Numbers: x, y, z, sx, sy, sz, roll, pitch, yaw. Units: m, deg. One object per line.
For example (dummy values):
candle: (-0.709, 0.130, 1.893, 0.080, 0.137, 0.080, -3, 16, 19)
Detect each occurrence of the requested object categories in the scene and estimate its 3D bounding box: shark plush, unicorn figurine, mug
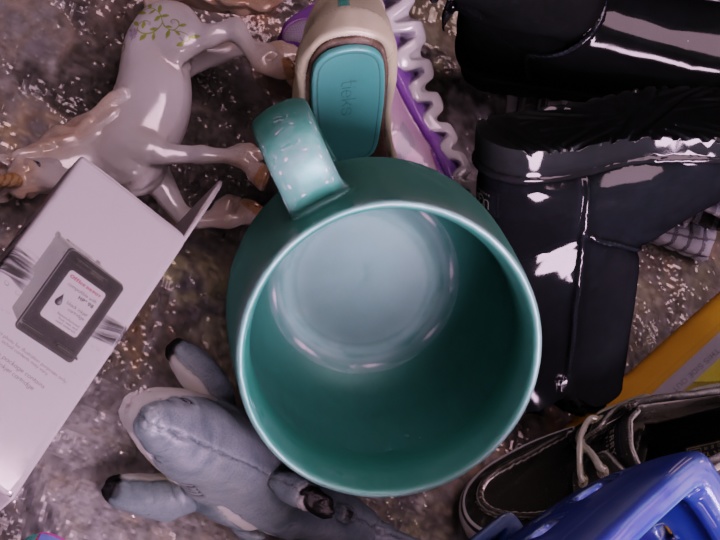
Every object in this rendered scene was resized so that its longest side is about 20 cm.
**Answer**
shark plush: (-0.045, 0.119, 0.928, 0.200, 0.083, 0.091, 43, 70, -21)
unicorn figurine: (-0.109, -0.080, 0.976, 0.136, 0.074, 0.201, 16, 53, 1)
mug: (0.009, 0.006, 0.917, 0.151, 0.115, 0.187, 6, 109, -9)

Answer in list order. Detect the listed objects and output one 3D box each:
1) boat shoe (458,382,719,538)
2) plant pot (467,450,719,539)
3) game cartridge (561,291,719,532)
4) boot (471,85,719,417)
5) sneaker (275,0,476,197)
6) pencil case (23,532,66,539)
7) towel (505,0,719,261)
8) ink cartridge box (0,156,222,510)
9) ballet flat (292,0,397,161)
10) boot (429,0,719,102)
boat shoe: (0.142, 0.100, 0.986, 0.064, 0.199, 0.071, 54, 23, -51)
plant pot: (0.095, 0.227, 0.891, 0.200, 0.179, 0.201, -34, 99, -35)
game cartridge: (0.212, 0.104, 1.008, 0.200, 0.032, 0.176, -40, 51, -6)
boot: (0.144, -0.009, 1.017, 0.199, 0.169, 0.076, -9, 31, -20)
sneaker: (0.008, -0.072, 1.046, 0.088, 0.080, 0.202, -20, 90, -14)
pencil case: (-0.184, 0.206, 0.811, 0.088, 0.088, 0.200, 48, 54, -4)
towel: (0.178, -0.126, 1.156, 0.165, 0.086, 0.201, 20, 61, -21)
ink cartridge box: (-0.157, 0.027, 0.881, 0.067, 0.116, 0.201, 37, 56, -10)
ballet flat: (-0.013, -0.067, 0.976, 0.069, 0.201, 0.070, 5, 45, -5)
boot: (0.128, -0.155, 1.009, 0.197, 0.163, 0.074, 4, 68, 12)
